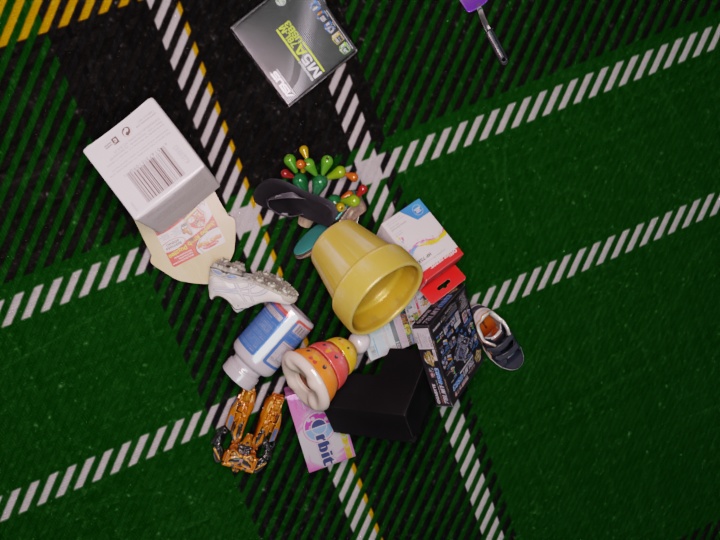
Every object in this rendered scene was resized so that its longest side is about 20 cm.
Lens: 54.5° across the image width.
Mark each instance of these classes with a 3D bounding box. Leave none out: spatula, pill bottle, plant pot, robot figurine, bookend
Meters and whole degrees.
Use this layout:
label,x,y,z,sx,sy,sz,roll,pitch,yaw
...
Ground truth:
label,x,y,z,sx,sy,sz,roll,pitch,yaw
spatula,0.280,-0.550,1.560,0.056,0.021,0.201,-30,106,7
pill bottle,-0.205,0.158,1.518,0.112,0.112,0.200,43,88,-15
plant pot,0.000,0.000,1.472,0.200,0.201,0.189,-40,62,-4
robot figurine,-0.250,0.362,1.566,0.143,0.058,0.202,19,94,-13
bookend,0.049,0.261,1.537,0.198,0.200,0.093,0,130,27

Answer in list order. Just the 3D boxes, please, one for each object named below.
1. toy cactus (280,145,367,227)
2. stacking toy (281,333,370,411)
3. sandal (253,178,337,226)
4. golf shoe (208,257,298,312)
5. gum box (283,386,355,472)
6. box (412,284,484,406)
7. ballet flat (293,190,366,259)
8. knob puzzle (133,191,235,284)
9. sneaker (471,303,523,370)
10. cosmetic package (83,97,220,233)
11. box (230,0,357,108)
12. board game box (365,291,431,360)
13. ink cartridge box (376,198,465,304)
label,x,y,z,sx,sy,sz,roll,pitch,yaw
toy cactus,-0.093,-0.165,1.494,0.198,0.102,0.166,27,116,5
stacking toy,-0.058,0.190,1.501,0.199,0.145,0.147,-35,105,-30
sandal,-0.144,-0.141,1.466,0.198,0.043,0.077,16,132,22
golf shoe,-0.229,0.047,1.475,0.198,0.078,0.098,19,106,10
gum box,-0.095,0.340,1.592,0.112,0.066,0.202,-17,102,-8
box,0.200,0.163,1.550,0.200,0.049,0.201,-41,121,-49
ballet flat,-0.059,-0.086,1.539,0.200,0.068,0.067,-45,129,-1
knob puzzle,-0.357,-0.063,1.493,0.217,0.030,0.223,-2,98,-12
sneaker,0.325,0.167,1.652,0.078,0.079,0.200,-44,106,-4
cosmetic package,-0.397,-0.196,1.359,0.164,0.200,0.166,-38,89,-6
box,-0.139,-0.482,1.468,0.193,0.047,0.201,-39,104,-6
board game box,0.086,0.097,1.597,0.198,0.064,0.149,-19,103,-7
ink cartridge box,0.141,-0.041,1.534,0.116,0.067,0.201,-35,79,-21
